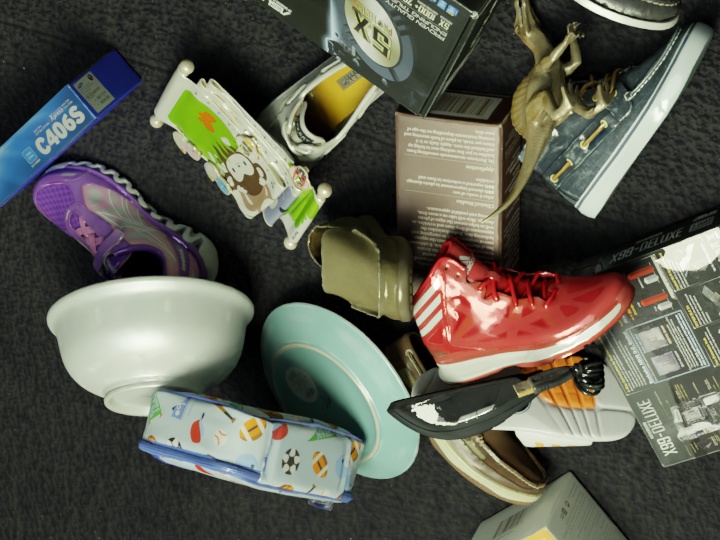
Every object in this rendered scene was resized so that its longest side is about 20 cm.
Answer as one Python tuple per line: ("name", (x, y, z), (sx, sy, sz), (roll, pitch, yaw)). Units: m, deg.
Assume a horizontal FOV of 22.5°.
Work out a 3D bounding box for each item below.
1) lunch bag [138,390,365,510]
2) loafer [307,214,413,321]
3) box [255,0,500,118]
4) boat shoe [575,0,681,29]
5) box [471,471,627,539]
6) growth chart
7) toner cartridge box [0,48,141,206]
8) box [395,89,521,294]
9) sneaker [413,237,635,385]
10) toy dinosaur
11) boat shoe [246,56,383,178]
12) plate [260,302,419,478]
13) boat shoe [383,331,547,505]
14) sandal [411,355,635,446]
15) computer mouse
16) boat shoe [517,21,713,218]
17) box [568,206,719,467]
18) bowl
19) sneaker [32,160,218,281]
("lunch bag", (-0.101, 0.166, 1.689), (0.159, 0.199, 0.076), (6, 78, 40))
("loafer", (0.000, 0.000, 1.596), (0.067, 0.200, 0.077), (-5, 102, -13))
("box", (0.013, -0.247, 1.485), (0.199, 0.086, 0.164), (36, 152, 2))
("boat shoe", (0.176, -0.265, 1.452), (0.199, 0.074, 0.061), (35, 130, 13))
("box", (0.206, 0.317, 1.732), (0.124, 0.098, 0.200), (-35, 99, 34))
("growth chart", (-0.112, -0.104, 1.652), (0.200, 0.018, 0.145), (43, 150, 9))
("toner cartridge box", (-0.301, -0.125, 1.720), (0.199, 0.095, 0.043), (-36, 98, 33))
("box", (0.088, -0.055, 1.601), (0.099, 0.075, 0.202), (9, 118, 18))
("sneaker", (0.126, 0.020, 1.539), (0.199, 0.079, 0.116), (-24, 109, 26))
("toy dinosaur", (0.154, -0.133, 1.486), (0.058, 0.202, 0.101), (19, 158, -32))
("boat shoe", (-0.043, -0.135, 1.615), (0.199, 0.070, 0.071), (-36, 99, 34))
("plate", (-0.028, 0.122, 1.734), (0.199, 0.026, 0.201), (28, 139, 28))
("boat shoe", (0.102, 0.136, 1.698), (0.202, 0.075, 0.075), (38, 119, 1))
("sandal", (0.149, 0.122, 1.662), (0.204, 0.080, 0.059), (4, 155, 2))
("computer mouse", (0.122, 0.116, 1.560), (0.198, 0.140, 0.047), (-12, 87, 0))
("boat shoe", (0.208, -0.140, 1.503), (0.091, 0.071, 0.201), (35, 124, 5))
("box", (0.294, 0.061, 1.585), (0.157, 0.050, 0.201), (-23, 105, 32))
("bowl", (-0.197, 0.082, 1.719), (0.200, 0.200, 0.091), (-18, 66, 30))
("sneaker", (-0.237, -0.031, 1.747), (0.199, 0.089, 0.081), (31, 126, 7))
